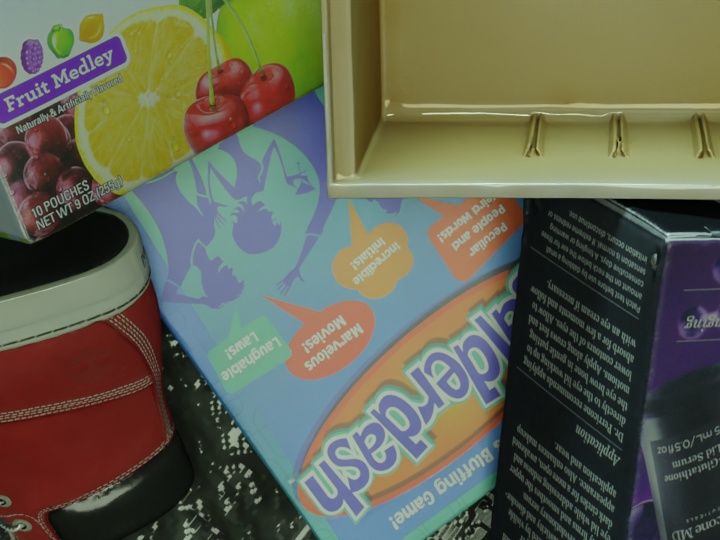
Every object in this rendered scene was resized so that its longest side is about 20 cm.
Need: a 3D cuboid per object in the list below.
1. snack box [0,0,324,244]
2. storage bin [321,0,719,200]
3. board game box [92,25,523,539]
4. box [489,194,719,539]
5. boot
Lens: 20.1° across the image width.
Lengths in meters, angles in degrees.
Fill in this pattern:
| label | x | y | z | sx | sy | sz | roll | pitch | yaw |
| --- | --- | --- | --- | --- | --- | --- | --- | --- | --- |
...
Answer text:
| label | x | y | z | sx | sy | sz | roll | pitch | yaw |
| --- | --- | --- | --- | --- | --- | --- | --- | --- | --- |
| snack box | -0.101 | -0.129 | 0.688 | 0.142 | 0.053 | 0.201 | -31 | 114 | -28 |
| storage bin | 0.090 | -0.132 | 0.696 | 0.198 | 0.094 | 0.200 | 1 | 108 | 7 |
| board game box | 0.000 | 0.000 | 0.806 | 0.152 | 0.045 | 0.201 | -36 | 98 | -2 |
| box | 0.138 | 0.064 | 0.759 | 0.147 | 0.104 | 0.202 | -4 | 109 | -22 |
| boot | -0.167 | 0.068 | 0.769 | 0.198 | 0.073 | 0.145 | -12 | 123 | -6 |
